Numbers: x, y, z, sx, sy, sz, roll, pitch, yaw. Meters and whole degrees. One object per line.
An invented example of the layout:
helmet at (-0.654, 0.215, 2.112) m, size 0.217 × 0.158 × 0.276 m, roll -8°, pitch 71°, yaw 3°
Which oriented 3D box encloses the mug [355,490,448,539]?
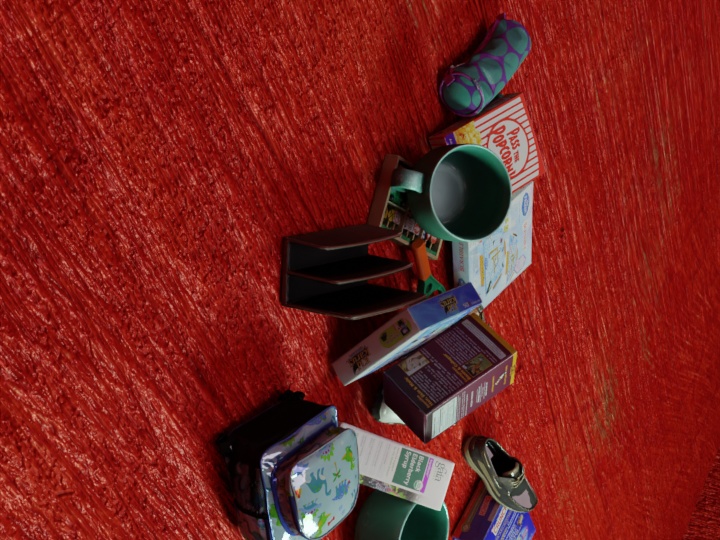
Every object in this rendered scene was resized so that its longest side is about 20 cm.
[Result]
mug at (0.053, 0.449, 1.703) m, size 0.185 × 0.113 × 0.153 m, roll -45°, pitch 128°, yaw -38°

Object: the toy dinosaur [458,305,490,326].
toy dinosaur at (0.172, 0.101, 1.802) m, size 0.199 × 0.102 × 0.137 m, roll 35°, pitch 72°, yaw -31°

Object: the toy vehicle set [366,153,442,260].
toy vehicle set at (0.086, -0.102, 1.688) m, size 0.199 × 0.026 × 0.126 m, roll 23°, pitch 81°, yaw -55°

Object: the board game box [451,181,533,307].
board game box at (0.244, -0.041, 1.863) m, size 0.199 × 0.041 × 0.202 m, roll -39°, pitch 141°, yaw -32°

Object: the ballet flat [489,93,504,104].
ballet flat at (0.257, -0.219, 1.855) m, size 0.071 × 0.066 × 0.203 m, roll -89°, pitch 172°, yaw -70°

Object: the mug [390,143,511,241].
mug at (0.139, -0.135, 1.620) m, size 0.185 × 0.114 × 0.152 m, roll 45°, pitch 76°, yaw -20°

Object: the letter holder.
letter holder at (0.000, 0.000, 1.494) m, size 0.199 × 0.141 × 0.102 m, roll -13°, pitch 110°, yaw -52°

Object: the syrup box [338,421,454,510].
syrup box at (0.040, 0.306, 1.597) m, size 0.198 × 0.081 × 0.080 m, roll 22°, pitch 79°, yaw -12°

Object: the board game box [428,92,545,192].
board game box at (0.222, -0.199, 1.757) m, size 0.199 × 0.046 × 0.153 m, roll -32°, pitch 111°, yaw -30°

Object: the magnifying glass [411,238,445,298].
magnifying glass at (0.112, 0.023, 1.740) m, size 0.080 × 0.022 × 0.201 m, roll -48°, pitch 146°, yaw -28°

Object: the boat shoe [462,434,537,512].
boat shoe at (0.283, 0.404, 1.998) m, size 0.200 × 0.073 × 0.075 m, roll 45°, pitch 60°, yaw -13°

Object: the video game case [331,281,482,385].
video game case at (0.076, 0.099, 1.606) m, size 0.199 × 0.181 × 0.046 m, roll -18°, pitch 74°, yaw -53°

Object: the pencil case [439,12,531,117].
pencil case at (0.217, -0.354, 1.751) m, size 0.093 × 0.085 × 0.200 m, roll 55°, pitch 52°, yaw -21°

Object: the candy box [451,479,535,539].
candy box at (0.278, 0.542, 2.097) m, size 0.170 × 0.076 × 0.201 m, roll -54°, pitch 139°, yaw -30°

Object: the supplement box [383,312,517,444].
supplement box at (0.146, 0.174, 1.653) m, size 0.199 × 0.110 × 0.086 m, roll -31°, pitch 142°, yaw -23°

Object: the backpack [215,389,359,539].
backpack at (-0.093, 0.304, 1.446) m, size 0.182 × 0.146 × 0.202 m, roll -30°, pitch 125°, yaw -44°

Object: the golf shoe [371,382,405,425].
golf shoe at (0.097, 0.234, 1.742) m, size 0.199 × 0.094 × 0.079 m, roll 13°, pitch 90°, yaw -53°
